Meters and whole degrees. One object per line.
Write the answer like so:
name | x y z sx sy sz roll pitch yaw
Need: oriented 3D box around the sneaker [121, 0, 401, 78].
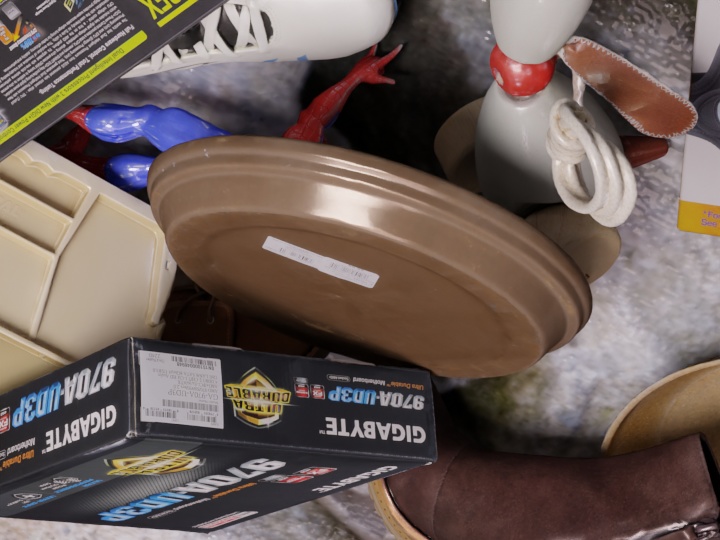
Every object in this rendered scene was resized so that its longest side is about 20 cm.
sneaker | -0.080 -0.114 1.011 0.200 0.073 0.072 4 135 18

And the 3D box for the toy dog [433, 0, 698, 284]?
toy dog | 0.097 -0.073 0.960 0.132 0.096 0.200 65 165 10

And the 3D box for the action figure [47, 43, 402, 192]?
action figure | -0.053 -0.067 1.059 0.200 0.099 0.065 21 142 34

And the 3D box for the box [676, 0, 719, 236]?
box | 0.199 -0.092 0.948 0.119 0.042 0.200 9 135 13

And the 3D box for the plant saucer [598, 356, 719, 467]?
plant saucer | 0.218 0.105 1.120 0.200 0.035 0.200 11 133 12

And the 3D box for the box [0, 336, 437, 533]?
box | -0.087 0.080 1.052 0.159 0.046 0.200 9 160 -35

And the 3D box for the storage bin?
storage bin | -0.217 0.001 1.096 0.198 0.094 0.200 29 151 -24

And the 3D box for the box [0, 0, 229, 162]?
box | -0.142 -0.148 0.934 0.200 0.044 0.160 -30 107 40

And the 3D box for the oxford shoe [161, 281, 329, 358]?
oxford shoe | -0.063 0.030 1.138 0.071 0.071 0.200 44 132 -15

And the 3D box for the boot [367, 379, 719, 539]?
boot | 0.097 0.110 1.110 0.166 0.072 0.200 -27 74 25

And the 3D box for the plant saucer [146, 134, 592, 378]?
plant saucer | 0.000 0.000 0.975 0.200 0.030 0.200 16 160 6
